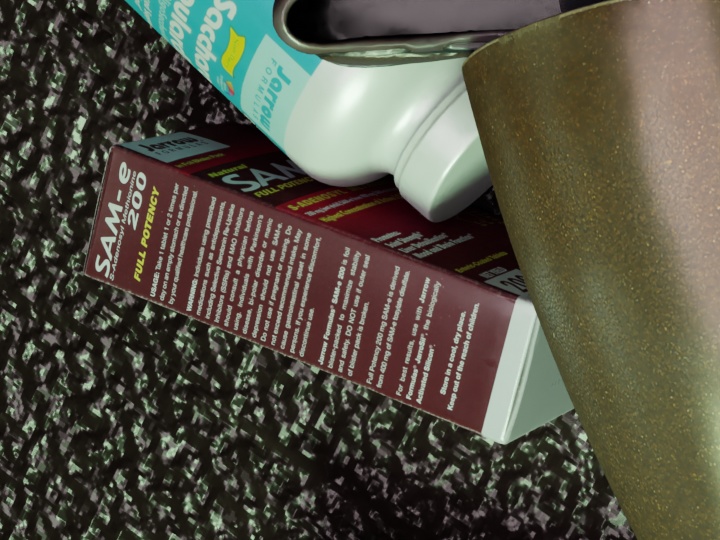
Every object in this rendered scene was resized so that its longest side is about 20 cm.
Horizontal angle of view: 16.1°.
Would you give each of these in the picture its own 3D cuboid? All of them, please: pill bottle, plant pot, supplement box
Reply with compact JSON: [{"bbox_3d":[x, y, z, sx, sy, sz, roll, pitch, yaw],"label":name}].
[{"bbox_3d":[-0.018,-0.111,1.033,0.200,0.111,0.111,43,113,16],"label":"pill bottle"},{"bbox_3d":[0.141,0.012,0.908,0.186,0.187,0.202,-11,83,28],"label":"plant pot"},{"bbox_3d":[0.000,0.000,1.040,0.199,0.109,0.061,20,107,23],"label":"supplement box"}]

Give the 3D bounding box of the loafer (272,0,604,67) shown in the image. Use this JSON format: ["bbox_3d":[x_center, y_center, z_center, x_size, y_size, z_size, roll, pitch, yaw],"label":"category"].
[{"bbox_3d":[0.063,-0.107,0.913,0.198,0.063,0.072,-11,102,18],"label":"loafer"}]
